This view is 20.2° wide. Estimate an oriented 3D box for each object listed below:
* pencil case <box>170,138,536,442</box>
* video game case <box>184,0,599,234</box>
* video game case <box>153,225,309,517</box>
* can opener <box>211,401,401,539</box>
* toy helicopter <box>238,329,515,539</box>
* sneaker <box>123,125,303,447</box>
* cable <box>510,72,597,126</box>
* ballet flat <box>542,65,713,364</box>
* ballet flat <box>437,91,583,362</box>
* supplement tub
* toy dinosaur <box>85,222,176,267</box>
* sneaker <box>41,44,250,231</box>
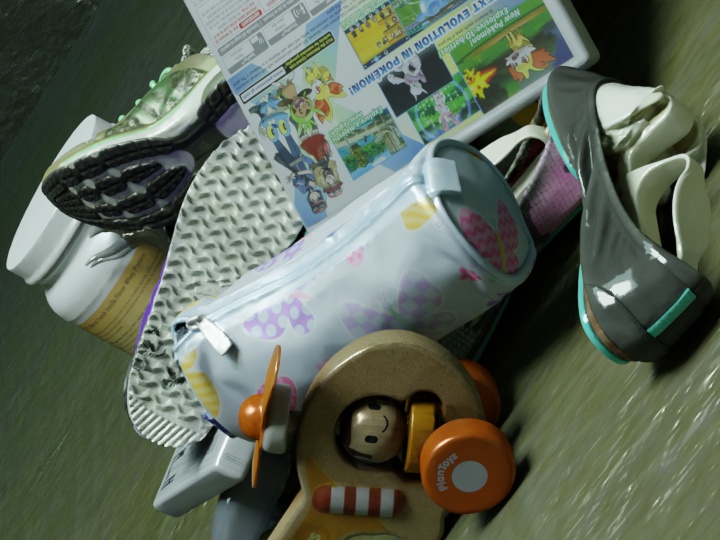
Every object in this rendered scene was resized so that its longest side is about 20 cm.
[{"bbox_3d":[-0.006,0.011,1.047,0.199,0.091,0.084,-31,32,30],"label":"pencil case"},{"bbox_3d":[0.007,-0.144,1.106,0.199,0.183,0.022,-31,-5,28],"label":"video game case"},{"bbox_3d":[-0.067,0.054,1.230,0.183,0.024,0.200,-68,9,-18],"label":"video game case"},{"bbox_3d":[-0.023,0.090,1.171,0.201,0.066,0.053,-64,16,11],"label":"can opener"},{"bbox_3d":[-0.021,0.112,1.024,0.201,0.132,0.079,-54,18,21],"label":"toy helicopter"},{"bbox_3d":[-0.090,0.008,1.192,0.201,0.069,0.100,-66,7,-11],"label":"sneaker"},{"bbox_3d":[0.044,-0.109,1.141,0.199,0.097,0.050,-12,34,34],"label":"cable"},{"bbox_3d":[0.134,-0.040,0.957,0.068,0.068,0.201,-38,36,29],"label":"ballet flat"},{"bbox_3d":[0.064,-0.016,1.089,0.201,0.071,0.069,-55,18,19],"label":"ballet flat"},{"bbox_3d":[-0.131,-0.007,1.412,0.145,0.199,0.145,-51,20,26],"label":"supplement tub"},{"bbox_3d":[-0.080,-0.043,1.278,0.199,0.077,0.103,2,80,39],"label":"toy dinosaur"},{"bbox_3d":[-0.108,-0.094,1.239,0.199,0.077,0.089,-27,39,19],"label":"sneaker"}]
